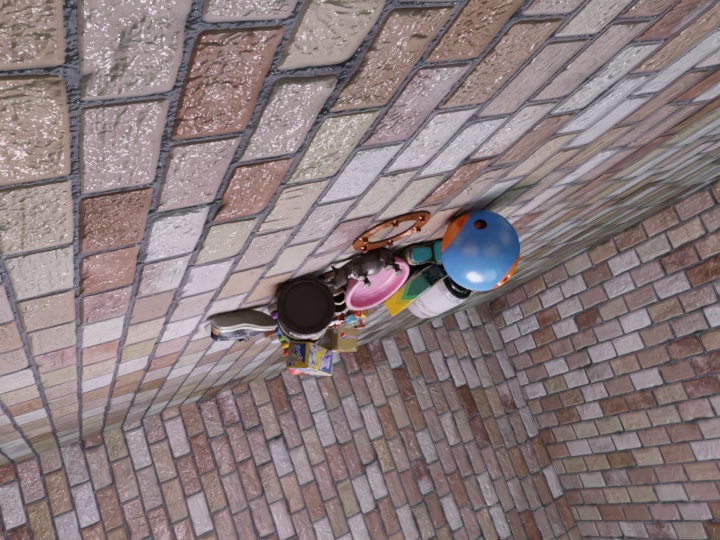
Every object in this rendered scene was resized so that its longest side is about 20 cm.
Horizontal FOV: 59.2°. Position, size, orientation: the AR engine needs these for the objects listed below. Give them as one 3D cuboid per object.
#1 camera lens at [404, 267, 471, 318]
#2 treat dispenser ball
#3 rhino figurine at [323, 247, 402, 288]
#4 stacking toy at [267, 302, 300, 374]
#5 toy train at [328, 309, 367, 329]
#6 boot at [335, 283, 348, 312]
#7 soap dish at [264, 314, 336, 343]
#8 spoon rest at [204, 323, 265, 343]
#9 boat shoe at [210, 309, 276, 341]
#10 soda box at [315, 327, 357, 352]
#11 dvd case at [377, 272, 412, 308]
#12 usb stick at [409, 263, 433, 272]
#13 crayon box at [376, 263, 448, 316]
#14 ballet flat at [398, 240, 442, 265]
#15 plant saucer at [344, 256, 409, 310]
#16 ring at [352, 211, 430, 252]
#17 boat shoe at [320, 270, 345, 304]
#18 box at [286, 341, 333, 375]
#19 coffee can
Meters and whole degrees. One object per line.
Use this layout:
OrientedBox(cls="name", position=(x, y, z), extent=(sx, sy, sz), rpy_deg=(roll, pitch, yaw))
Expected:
OrientedBox(cls="camera lens", position=(0.259, 0.058, 2.115), extent=(0.159, 0.162, 0.199), rpy_deg=(-10, 164, -44))
OrientedBox(cls="treat dispenser ball", position=(0.302, -0.050, 1.597), extent=(0.198, 0.203, 0.201), rpy_deg=(-20, 169, -4))
OrientedBox(cls="rhino figurine", position=(0.000, 0.000, 1.593), extent=(0.197, 0.088, 0.060), rpy_deg=(-19, 135, -4))
OrientedBox(cls="stacking toy", position=(-0.201, 0.192, 1.779), extent=(0.084, 0.203, 0.085), rpy_deg=(-13, 165, -4))
OrientedBox(cls="toy train", position=(-0.042, 0.152, 1.857), extent=(0.148, 0.056, 0.200), rpy_deg=(-24, -178, -4))
OrientedBox(cls="boot", position=(0.003, 0.062, 1.911), extent=(0.153, 0.073, 0.199), rpy_deg=(-15, 167, -39))
OrientedBox(cls="soap dish", position=(-0.189, 0.159, 1.967), extent=(0.156, 0.082, 0.199), rpy_deg=(-27, 168, 26))
OrientedBox(cls="spoon rest", position=(-0.353, 0.162, 1.787), extent=(0.099, 0.061, 0.199), rpy_deg=(-28, 153, 25))
OrientedBox(cls="boat shoe", position=(-0.315, 0.151, 1.698), extent=(0.198, 0.075, 0.063), rpy_deg=(-3, 130, -42))
OrientedBox(cls="soda box", position=(-0.087, 0.207, 1.861), extent=(0.067, 0.065, 0.199), rpy_deg=(8, 169, -31))
OrientedBox(cls="dvd case", position=(0.132, 0.028, 1.925), extent=(0.200, 0.016, 0.149), rpy_deg=(-44, 174, -14))
OrientedBox(cls="usb stick", position=(0.157, -0.024, 1.835), extent=(0.197, 0.056, 0.033), rpy_deg=(-18, 138, -15))
OrientedBox(cls="crayon box", position=(0.152, 0.060, 1.834), extent=(0.200, 0.052, 0.125), rpy_deg=(-40, 172, 37))
OrientedBox(cls="ballet flat", position=(0.189, -0.049, 1.781), extent=(0.198, 0.069, 0.075), rpy_deg=(-6, -176, -36))
OrientedBox(cls="plant saucer", position=(0.039, 0.027, 1.724), extent=(0.198, 0.051, 0.201), rpy_deg=(-26, 153, -14))
OrientedBox(cls="ring", position=(0.076, -0.086, 1.490), extent=(0.198, 0.019, 0.201), rpy_deg=(-20, 168, -4))
OrientedBox(cls="boat shoe", position=(-0.073, 0.060, 1.742), extent=(0.074, 0.076, 0.202), rpy_deg=(-21, 169, 1))
OrientedBox(cls="box", position=(-0.134, 0.241, 1.716), extent=(0.063, 0.071, 0.200), rpy_deg=(0, 165, 15))
OrientedBox(cls="coffee can", position=(-0.147, 0.111, 1.662), extent=(0.144, 0.148, 0.200), rpy_deg=(-18, 169, -12))
